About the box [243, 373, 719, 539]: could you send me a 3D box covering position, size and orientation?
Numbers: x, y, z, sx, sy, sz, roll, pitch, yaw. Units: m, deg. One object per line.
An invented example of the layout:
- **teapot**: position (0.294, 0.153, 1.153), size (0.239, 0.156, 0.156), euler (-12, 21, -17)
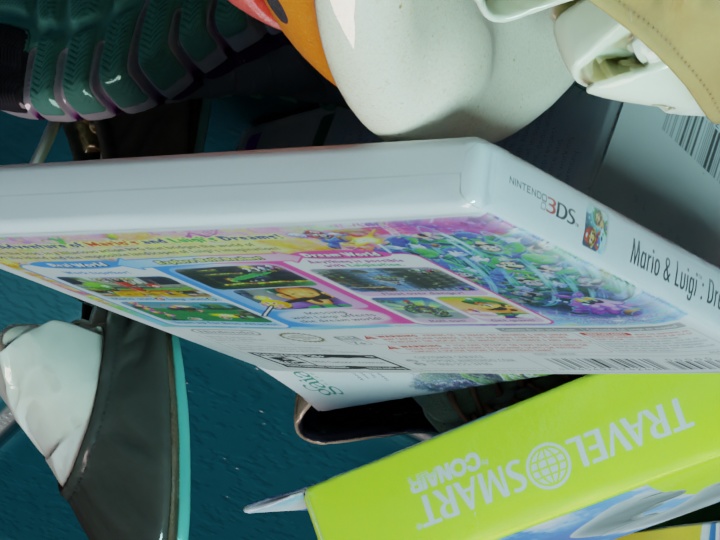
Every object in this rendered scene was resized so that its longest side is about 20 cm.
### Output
- **box**: position (0.074, 0.070, 1.006), size (0.199, 0.048, 0.122), euler (-23, 167, 21)

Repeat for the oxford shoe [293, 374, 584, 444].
- **oxford shoe**: position (0.059, 0.031, 1.038), size (0.200, 0.074, 0.071), euler (-12, 134, 43)

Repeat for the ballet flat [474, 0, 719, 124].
- **ballet flat**: position (0.062, -0.079, 0.723), size (0.063, 0.069, 0.200), euler (-34, 144, 15)

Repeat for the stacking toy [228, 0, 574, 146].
- **stacking toy**: position (-0.027, -0.124, 0.796), size (0.200, 0.146, 0.146), euler (20, 157, 34)

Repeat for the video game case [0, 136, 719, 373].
- **video game case**: position (0.000, 0.000, 0.847), size (0.199, 0.024, 0.182), euler (-1, 164, 35)

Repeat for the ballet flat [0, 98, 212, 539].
- **ballet flat**: position (-0.090, 0.013, 0.969), size (0.068, 0.201, 0.068), euler (8, 153, -14)

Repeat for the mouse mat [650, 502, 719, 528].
- **mouse mat**: position (0.127, 0.070, 1.138), size (0.199, 0.008, 0.161), euler (5, 148, 27)

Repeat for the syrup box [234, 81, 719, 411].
- **syrup box**: position (0.037, -0.014, 0.968), size (0.200, 0.082, 0.079), euler (-11, 139, 47)

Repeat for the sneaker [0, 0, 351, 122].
- **sneaker**: position (-0.040, -0.070, 0.930), size (0.200, 0.075, 0.087), euler (-8, 147, 39)

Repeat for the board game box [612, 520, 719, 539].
- **board game box**: position (0.156, 0.124, 1.104), size (0.153, 0.040, 0.200), euler (10, 165, -42)
